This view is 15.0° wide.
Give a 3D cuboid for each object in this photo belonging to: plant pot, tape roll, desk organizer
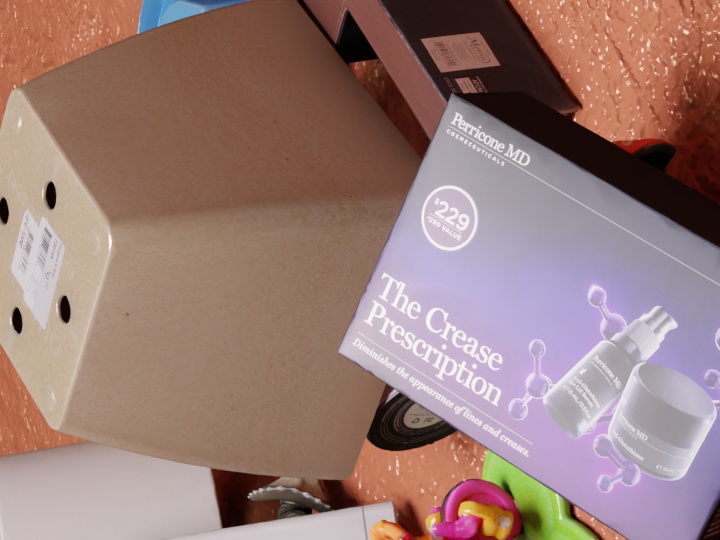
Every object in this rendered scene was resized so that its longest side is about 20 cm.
[{"bbox_3d":[-0.099,-0.014,1.475,0.200,0.177,0.200,54,137,40],"label":"plant pot"},{"bbox_3d":[-0.153,0.207,1.774,0.203,0.139,0.203,171,90,-85],"label":"tape roll"},{"bbox_3d":[0.032,-0.122,1.477,0.200,0.072,0.077,59,147,35],"label":"desk organizer"}]

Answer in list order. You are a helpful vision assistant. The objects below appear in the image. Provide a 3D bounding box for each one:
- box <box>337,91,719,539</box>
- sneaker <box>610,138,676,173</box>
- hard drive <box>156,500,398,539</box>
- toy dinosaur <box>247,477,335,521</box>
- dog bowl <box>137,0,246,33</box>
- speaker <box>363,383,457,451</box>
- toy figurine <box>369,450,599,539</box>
[{"bbox_3d":[0.109,0.024,1.253,0.200,0.079,0.141,31,106,25],"label":"box"},{"bbox_3d":[0.149,0.030,1.307,0.084,0.075,0.200,-29,80,42],"label":"sneaker"},{"bbox_3d":[-0.070,0.207,1.591,0.027,0.200,0.132,78,-178,-50],"label":"hard drive"},{"bbox_3d":[-0.023,0.193,1.664,0.102,0.077,0.200,98,151,-42],"label":"toy dinosaur"},{"bbox_3d":[-0.075,-0.128,1.687,0.200,0.050,0.112,22,112,58],"label":"dog bowl"},{"bbox_3d":[0.000,0.000,1.559,0.200,0.081,0.081,63,147,31],"label":"speaker"},{"bbox_3d":[0.030,0.192,1.450,0.150,0.184,0.200,-36,66,59],"label":"toy figurine"}]
